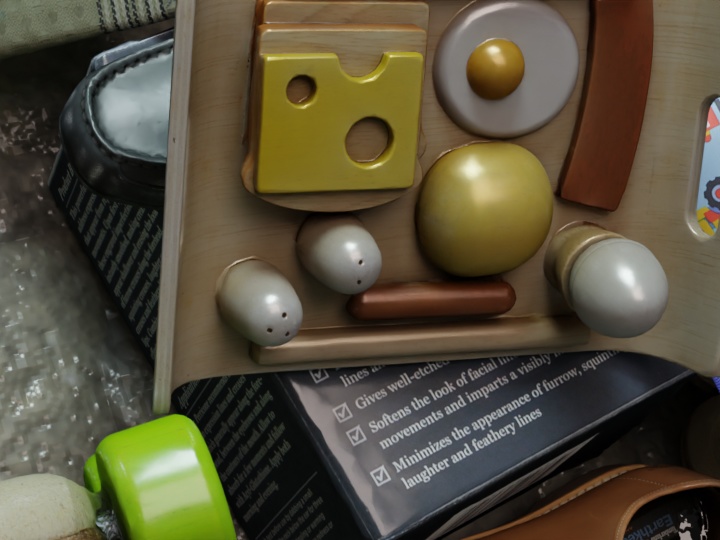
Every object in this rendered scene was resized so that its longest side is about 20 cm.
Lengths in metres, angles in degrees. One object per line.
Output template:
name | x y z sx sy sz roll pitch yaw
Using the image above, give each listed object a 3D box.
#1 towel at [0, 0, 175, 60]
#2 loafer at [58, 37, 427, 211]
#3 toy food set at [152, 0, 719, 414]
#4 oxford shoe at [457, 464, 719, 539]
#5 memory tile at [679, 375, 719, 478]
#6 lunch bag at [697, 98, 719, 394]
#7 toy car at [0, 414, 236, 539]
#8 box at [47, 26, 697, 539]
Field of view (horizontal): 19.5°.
towel | -0.099 -0.178 0.742 0.200 0.035 0.193 -9 92 18
loafer | -0.003 -0.069 0.706 0.200 0.070 0.068 -13 71 -24
toy food set | 0.033 -0.028 0.660 0.200 0.060 0.144 -3 110 -20
oxford shoe | 0.062 0.124 0.751 0.200 0.071 0.071 -33 98 -30
memory tile | 0.202 0.054 0.874 0.153 0.017 0.200 4 66 -17
lunch bag | 0.188 -0.009 0.759 0.150 0.094 0.200 -27 104 10
toy car | -0.104 0.167 0.653 0.164 0.158 0.200 -18 85 -12
box | 0.000 0.000 0.778 0.148 0.107 0.200 -25 77 -26
